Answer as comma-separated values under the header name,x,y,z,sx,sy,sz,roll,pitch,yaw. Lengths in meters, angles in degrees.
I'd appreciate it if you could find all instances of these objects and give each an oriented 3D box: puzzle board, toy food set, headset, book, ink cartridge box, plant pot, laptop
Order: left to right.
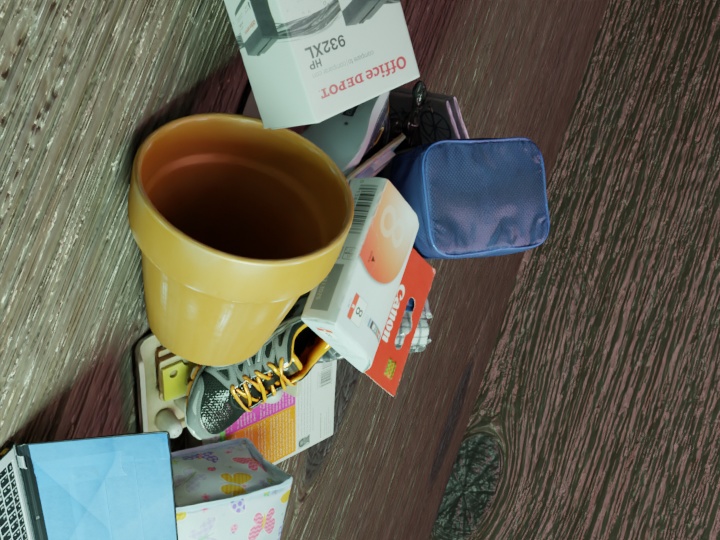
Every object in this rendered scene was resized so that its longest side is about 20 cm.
name,x,y,z,sx,sy,sz,roll,pitch,yaw
laptop,-0.263,0.250,0.884,0.200,0.115,0.188,-52,153,-48
toy food set,-0.149,0.115,1.094,0.199,0.060,0.144,-23,133,-33
plant pot,-0.126,-0.014,0.962,0.200,0.200,0.184,-52,168,-48
book,-0.116,0.175,1.238,0.199,0.048,0.134,-19,126,-35
ink cartridge box,-0.043,-0.249,0.944,0.145,0.083,0.201,-30,111,-36
puzzle board,-0.030,-0.068,1.109,0.151,0.017,0.200,-44,-179,34
headset,0.029,-0.180,1.278,0.200,0.123,0.095,-177,-78,-70
ink cartridge box,0.029,0.025,1.049,0.200,0.050,0.163,43,59,-47

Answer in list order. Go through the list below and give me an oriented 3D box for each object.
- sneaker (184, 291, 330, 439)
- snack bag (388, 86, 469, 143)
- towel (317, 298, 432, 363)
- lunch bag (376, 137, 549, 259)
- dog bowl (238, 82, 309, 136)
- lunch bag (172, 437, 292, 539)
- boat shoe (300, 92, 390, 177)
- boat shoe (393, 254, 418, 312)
name,x,y,z,sx,sy,sz,roll,pitch,yaw
sneaker,-0.098,0.098,1.047,0.200,0.077,0.078,-46,132,-14
snack bag,0.083,-0.156,1.353,0.021,0.188,0.201,-42,127,-26
towel,-0.009,0.018,1.233,0.086,0.165,0.201,110,-25,-51
lunch bag,0.106,-0.081,1.201,0.199,0.132,0.137,-5,91,-29
dog bowl,-0.068,-0.155,1.167,0.200,0.073,0.201,17,90,-73
lunch bag,-0.192,0.289,1.119,0.199,0.127,0.171,-8,116,-41
boat shoe,-0.012,-0.135,1.114,0.091,0.070,0.201,82,29,-52
boat shoe,0.000,0.000,1.116,0.200,0.072,0.073,22,71,-52
